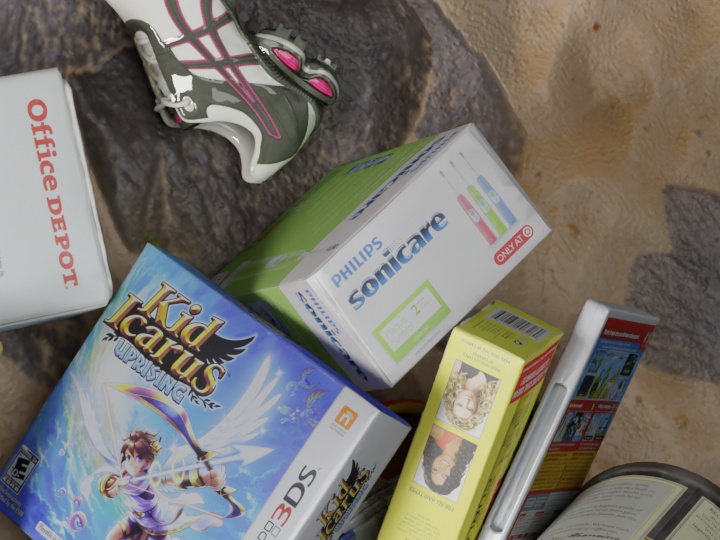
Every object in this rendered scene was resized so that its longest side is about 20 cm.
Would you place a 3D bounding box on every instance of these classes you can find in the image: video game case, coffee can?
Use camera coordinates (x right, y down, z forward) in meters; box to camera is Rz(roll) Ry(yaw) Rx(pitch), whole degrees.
[{"bbox_3d":[-0.097,0.110,1.535,0.182,0.200,0.045,-56,148,0],"label":"video game case"},{"bbox_3d":[0.120,0.114,1.635,0.017,0.143,0.201,26,95,18],"label":"video game case"},{"bbox_3d":[0.143,0.220,1.579,0.200,0.146,0.147,-37,100,-53],"label":"coffee can"}]

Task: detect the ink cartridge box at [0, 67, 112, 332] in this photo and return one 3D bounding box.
[{"bbox_3d":[-0.260,-0.027,1.556,0.199,0.083,0.148,-11,88,-24],"label":"ink cartridge box"}]

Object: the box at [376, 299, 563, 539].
[{"bbox_3d":[0.055,0.121,1.571,0.050,0.075,0.201,25,110,16],"label":"box"}]

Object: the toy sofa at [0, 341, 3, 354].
[{"bbox_3d":[-0.256,0.123,1.507,0.083,0.097,0.201,-27,126,-43],"label":"toy sofa"}]

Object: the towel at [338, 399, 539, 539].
[{"bbox_3d":[0.042,0.172,1.669,0.199,0.024,0.147,-31,134,-24],"label":"towel"}]

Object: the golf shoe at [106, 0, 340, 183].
[{"bbox_3d":[-0.107,-0.138,1.648,0.200,0.077,0.088,35,78,-17],"label":"golf shoe"}]

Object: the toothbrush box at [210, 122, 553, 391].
[{"bbox_3d":[0.000,0.000,1.610,0.146,0.200,0.086,-43,101,-24],"label":"toothbrush box"}]

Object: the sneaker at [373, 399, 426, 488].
[{"bbox_3d":[-0.032,0.124,1.648,0.199,0.077,0.073,-26,94,-24],"label":"sneaker"}]
